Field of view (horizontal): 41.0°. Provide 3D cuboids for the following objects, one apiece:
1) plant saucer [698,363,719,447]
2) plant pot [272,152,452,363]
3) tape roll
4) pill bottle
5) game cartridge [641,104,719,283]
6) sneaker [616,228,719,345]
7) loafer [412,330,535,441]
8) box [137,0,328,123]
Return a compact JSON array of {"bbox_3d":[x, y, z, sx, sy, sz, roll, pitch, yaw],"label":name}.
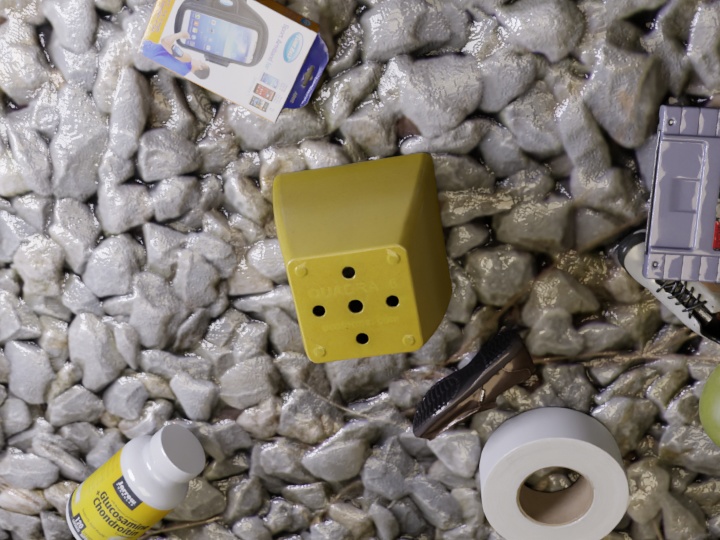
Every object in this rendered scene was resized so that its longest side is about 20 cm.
[{"bbox_3d":[0.552,0.180,1.272,0.198,0.031,0.202,2,117,3],"label":"plant saucer"},{"bbox_3d":[0.000,0.000,1.135,0.198,0.177,0.202,-7,118,8],"label":"plant pot"},{"bbox_3d":[0.265,0.290,1.327,0.200,0.071,0.204,2,117,3],"label":"tape roll"},{"bbox_3d":[-0.312,0.303,1.351,0.112,0.112,0.200,42,113,-17],"label":"pill bottle"},{"bbox_3d":[0.401,-0.086,1.113,0.128,0.038,0.202,4,102,6],"label":"game cartridge"},{"bbox_3d":[0.398,0.022,1.174,0.199,0.080,0.074,33,117,-11],"label":"sneaker"},{"bbox_3d":[0.150,0.166,1.268,0.071,0.073,0.200,42,113,-16],"label":"loafer"},{"bbox_3d":[-0.138,-0.255,1.089,0.199,0.042,0.120,26,116,-7],"label":"box"}]
